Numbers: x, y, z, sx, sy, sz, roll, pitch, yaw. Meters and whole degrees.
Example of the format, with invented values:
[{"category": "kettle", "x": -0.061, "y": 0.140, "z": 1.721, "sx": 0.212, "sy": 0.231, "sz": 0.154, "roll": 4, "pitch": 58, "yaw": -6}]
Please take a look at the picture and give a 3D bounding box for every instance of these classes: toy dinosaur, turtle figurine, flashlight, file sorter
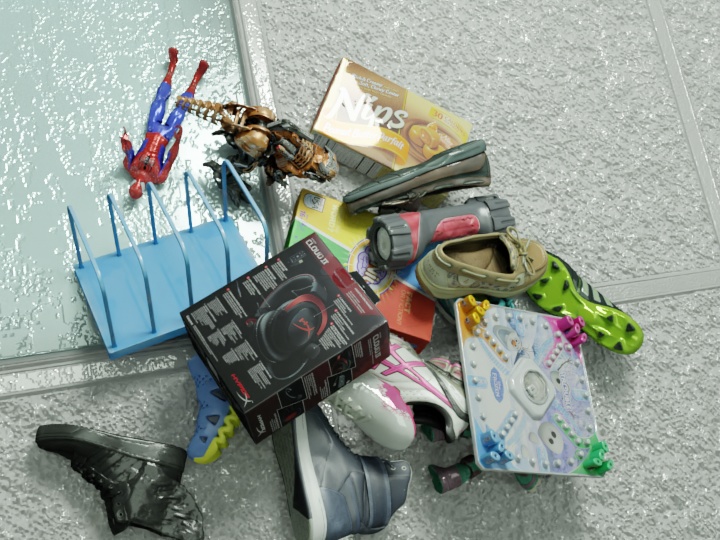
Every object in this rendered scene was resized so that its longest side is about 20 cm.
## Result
[{"category": "toy dinosaur", "x": -0.124, "y": -0.159, "z": 1.110, "sx": 0.200, "sy": 0.135, "sz": 0.103, "roll": 45, "pitch": 57, "yaw": -10}, {"category": "turtle figurine", "x": 0.177, "y": 0.199, "z": 1.126, "sx": 0.196, "sy": 0.101, "sz": 0.153, "roll": -11, "pitch": 77, "yaw": -14}, {"category": "flashlight", "x": 0.105, "y": -0.046, "z": 1.151, "sx": 0.197, "sy": 0.068, "sz": 0.069, "roll": -9, "pitch": 118, "yaw": -29}, {"category": "file sorter", "x": -0.213, "y": -0.022, "z": 1.032, "sx": 0.197, "sy": 0.124, "sz": 0.140, "roll": -20, "pitch": 52, "yaw": -21}]

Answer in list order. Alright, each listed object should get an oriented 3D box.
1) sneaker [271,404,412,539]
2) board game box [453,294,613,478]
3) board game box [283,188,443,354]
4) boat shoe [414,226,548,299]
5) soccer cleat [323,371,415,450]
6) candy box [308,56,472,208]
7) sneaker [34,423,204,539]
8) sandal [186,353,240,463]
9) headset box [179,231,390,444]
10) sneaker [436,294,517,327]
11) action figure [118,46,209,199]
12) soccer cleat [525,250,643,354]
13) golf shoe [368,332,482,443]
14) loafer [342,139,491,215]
[{"category": "sneaker", "x": -0.022, "y": 0.208, "z": 1.073, "sx": 0.143, "sy": 0.077, "sz": 0.206, "roll": -2, "pitch": 66, "yaw": -27}, {"category": "board game box", "x": 0.206, "y": 0.136, "z": 1.089, "sx": 0.197, "sy": 0.026, "sz": 0.204, "roll": 11, "pitch": 60, "yaw": -30}, {"category": "board game box", "x": 0.000, "y": 0.000, "z": 1.146, "sx": 0.196, "sy": 0.040, "sz": 0.156, "roll": 18, "pitch": 58, "yaw": -12}, {"category": "boat shoe", "x": 0.160, "y": -0.010, "z": 1.122, "sx": 0.197, "sy": 0.063, "sz": 0.074, "roll": -11, "pitch": 62, "yaw": -34}, {"category": "soccer cleat", "x": -0.024, "y": 0.132, "z": 1.040, "sx": 0.086, "sy": 0.071, "sz": 0.200, "roll": -14, "pitch": 50, "yaw": -47}, {"category": "candy box", "x": 0.038, "y": -0.180, "z": 1.219, "sx": 0.197, "sy": 0.055, "sz": 0.117, "roll": 25, "pitch": 69, "yaw": -8}, {"category": "sneaker", "x": -0.259, "y": 0.234, "z": 0.995, "sx": 0.196, "sy": 0.060, "sz": 0.106, "roll": 13, "pitch": 70, "yaw": -13}, {"category": "sandal", "x": -0.161, "y": 0.122, "z": 1.058, "sx": 0.086, "sy": 0.080, "sz": 0.203, "roll": 20, "pitch": 61, "yaw": -4}, {"category": "headset box", "x": -0.071, "y": 0.064, "z": 0.996, "sx": 0.198, "sy": 0.076, "sz": 0.149, "roll": -32, "pitch": 58, "yaw": -16}, {"category": "sneaker", "x": 0.173, "y": 0.071, "z": 1.170, "sx": 0.199, "sy": 0.080, "sz": 0.078, "roll": 40, "pitch": 66, "yaw": -3}, {"category": "action figure", "x": -0.239, "y": -0.185, "z": 1.116, "sx": 0.064, "sy": 0.099, "sz": 0.204, "roll": 19, "pitch": 71, "yaw": -9}, {"category": "soccer cleat", "x": 0.287, "y": 0.043, "z": 1.227, "sx": 0.199, "sy": 0.081, "sz": 0.068, "roll": 40, "pitch": 99, "yaw": 18}, {"category": "golf shoe", "x": 0.041, "y": 0.131, "z": 1.080, "sx": 0.197, "sy": 0.073, "sz": 0.093, "roll": 19, "pitch": 51, "yaw": 19}, {"category": "loafer", "x": 0.076, "y": -0.102, "z": 1.152, "sx": 0.197, "sy": 0.072, "sz": 0.064, "roll": -23, "pitch": 101, "yaw": -10}]
